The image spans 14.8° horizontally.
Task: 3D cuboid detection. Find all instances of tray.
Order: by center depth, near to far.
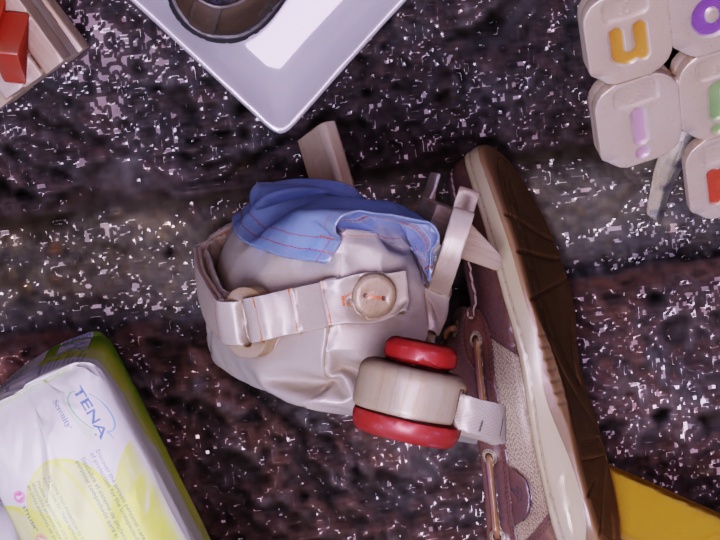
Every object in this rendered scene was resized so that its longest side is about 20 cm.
[{"bbox_3d":[-0.074,-0.168,1.280,0.200,0.022,0.107,43,91,-4],"label":"tray"}]

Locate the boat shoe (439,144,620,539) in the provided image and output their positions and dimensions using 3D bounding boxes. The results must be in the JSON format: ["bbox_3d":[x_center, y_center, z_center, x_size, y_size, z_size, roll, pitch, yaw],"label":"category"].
[{"bbox_3d":[0.062,0.044,1.271,0.072,0.072,0.201,-17,82,19],"label":"boat shoe"}]

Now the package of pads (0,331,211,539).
[{"bbox_3d":[-0.101,0.131,1.227,0.068,0.155,0.201,-27,94,-1],"label":"package of pads"}]

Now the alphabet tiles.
[{"bbox_3d":[0.195,-0.114,1.244,0.199,0.015,0.196,-19,132,-6],"label":"alphabet tiles"}]

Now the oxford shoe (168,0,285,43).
[{"bbox_3d":[-0.021,-0.193,1.230,0.072,0.084,0.201,25,89,-3],"label":"oxford shoe"}]

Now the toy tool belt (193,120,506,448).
[{"bbox_3d":[0.000,0.000,1.208,0.124,0.200,0.124,11,93,-23],"label":"toy tool belt"}]

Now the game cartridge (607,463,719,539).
[{"bbox_3d":[0.136,0.207,1.252,0.176,0.032,0.201,22,91,39],"label":"game cartridge"}]

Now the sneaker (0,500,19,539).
[{"bbox_3d":[-0.197,0.210,1.274,0.111,0.073,0.201,-8,85,1],"label":"sneaker"}]

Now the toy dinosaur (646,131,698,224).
[{"bbox_3d":[0.171,-0.125,1.285,0.088,0.047,0.200,38,94,-11],"label":"toy dinosaur"}]

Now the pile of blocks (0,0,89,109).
[{"bbox_3d":[-0.186,-0.165,1.239,0.082,0.062,0.201,-9,101,14],"label":"pile of blocks"}]
